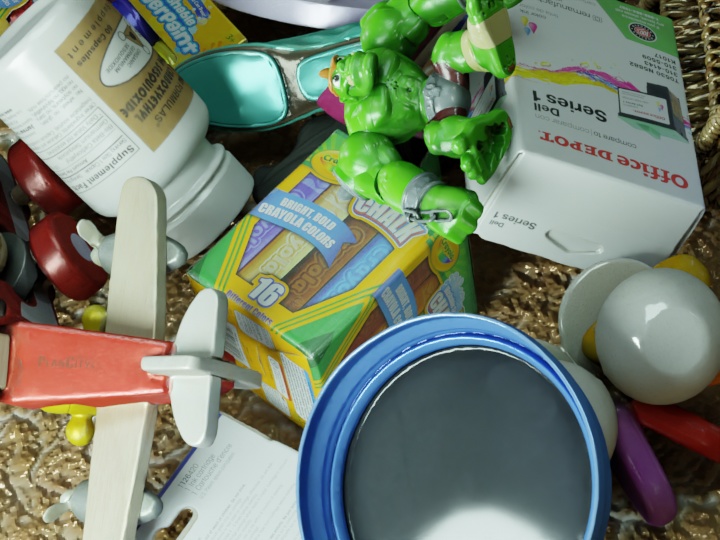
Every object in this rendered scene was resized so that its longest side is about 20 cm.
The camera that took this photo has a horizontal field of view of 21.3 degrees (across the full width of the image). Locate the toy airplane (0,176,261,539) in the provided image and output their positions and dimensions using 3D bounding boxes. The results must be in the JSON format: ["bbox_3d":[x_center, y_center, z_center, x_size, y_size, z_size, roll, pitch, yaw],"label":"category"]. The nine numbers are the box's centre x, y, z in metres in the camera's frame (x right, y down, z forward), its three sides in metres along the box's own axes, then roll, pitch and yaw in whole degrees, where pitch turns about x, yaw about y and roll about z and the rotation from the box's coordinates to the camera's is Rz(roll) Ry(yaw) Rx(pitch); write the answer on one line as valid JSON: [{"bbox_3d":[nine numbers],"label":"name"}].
[{"bbox_3d":[-0.157,0.068,1.256,0.200,0.141,0.199,-43,72,1],"label":"toy airplane"}]

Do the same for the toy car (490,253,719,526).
[{"bbox_3d":[0.165,0.090,1.223,0.200,0.175,0.150,-39,97,-1],"label":"toy car"}]

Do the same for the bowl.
[{"bbox_3d":[0.055,0.127,1.127,0.199,0.039,0.203,-5,79,29],"label":"bowl"}]

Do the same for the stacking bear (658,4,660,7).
[{"bbox_3d":[0.253,-0.307,1.534,0.112,0.122,0.201,-4,43,-2],"label":"stacking bear"}]

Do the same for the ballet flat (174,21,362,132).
[{"bbox_3d":[-0.047,-0.146,1.443,0.198,0.068,0.070,-8,12,19],"label":"ballet flat"}]

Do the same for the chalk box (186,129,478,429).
[{"bbox_3d":[0.000,0.000,1.328,0.124,0.125,0.200,34,66,31],"label":"chalk box"}]

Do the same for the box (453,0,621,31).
[{"bbox_3d":[0.104,-0.241,1.553,0.199,0.033,0.121,33,65,31],"label":"box"}]

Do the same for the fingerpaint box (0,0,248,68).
[{"bbox_3d":[-0.202,-0.177,1.532,0.166,0.074,0.200,-31,54,-13],"label":"fingerpaint box"}]

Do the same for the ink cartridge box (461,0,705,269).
[{"bbox_3d":[0.150,-0.104,1.336,0.144,0.084,0.201,16,45,-17],"label":"ink cartridge box"}]

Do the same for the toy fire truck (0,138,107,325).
[{"bbox_3d":[-0.279,-0.036,1.361,0.112,0.168,0.201,-35,50,15],"label":"toy fire truck"}]

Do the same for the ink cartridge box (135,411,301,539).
[{"bbox_3d":[-0.062,0.213,1.230,0.199,0.047,0.198,23,61,27],"label":"ink cartridge box"}]

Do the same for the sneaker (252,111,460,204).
[{"bbox_3d":[0.003,-0.097,1.439,0.199,0.076,0.091,-32,44,-19],"label":"sneaker"}]

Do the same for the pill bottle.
[{"bbox_3d":[-0.174,-0.105,1.387,0.114,0.200,0.115,-38,20,17],"label":"pill bottle"}]

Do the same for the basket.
[{"bbox_3d":[0.261,-0.155,1.387,0.147,0.143,0.202,-3,53,9],"label":"basket"}]

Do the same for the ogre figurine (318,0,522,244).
[{"bbox_3d":[0.041,-0.114,1.261,0.119,0.098,0.202,-4,86,36],"label":"ogre figurine"}]

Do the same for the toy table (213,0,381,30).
[{"bbox_3d":[-0.041,-0.262,1.503,0.198,0.118,0.183,17,21,27],"label":"toy table"}]

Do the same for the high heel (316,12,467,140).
[{"bbox_3d":[0.036,-0.194,1.346,0.095,0.067,0.202,16,89,13],"label":"high heel"}]
